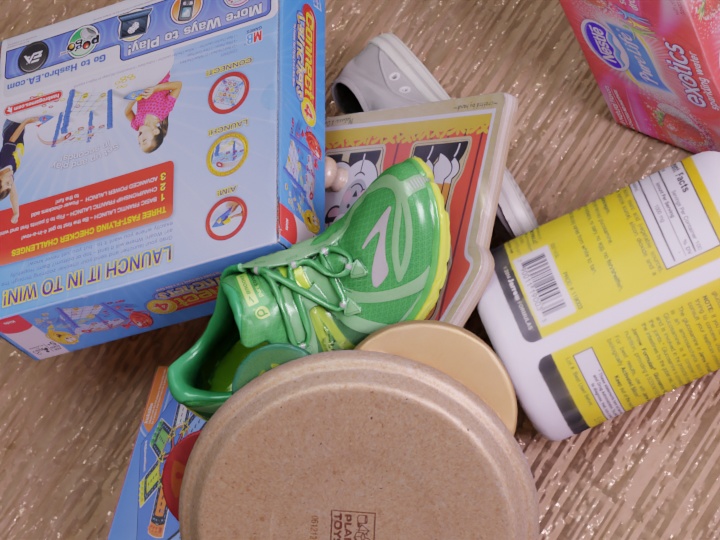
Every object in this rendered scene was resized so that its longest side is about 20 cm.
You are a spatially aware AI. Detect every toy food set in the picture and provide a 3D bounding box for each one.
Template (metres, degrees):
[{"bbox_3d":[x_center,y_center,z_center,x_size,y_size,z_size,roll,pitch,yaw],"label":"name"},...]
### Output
[{"bbox_3d":[-0.004,0.129,1.479,0.198,0.200,0.049,-11,17,8],"label":"toy food set"}]

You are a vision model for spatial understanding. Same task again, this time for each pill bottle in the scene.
[{"bbox_3d":[0.168,0.005,1.509,0.200,0.112,0.113,-25,55,6],"label":"pill bottle"}]

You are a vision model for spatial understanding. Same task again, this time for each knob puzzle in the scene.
[{"bbox_3d":[0.000,0.000,1.544,0.220,0.030,0.220,-28,51,42],"label":"knob puzzle"}]

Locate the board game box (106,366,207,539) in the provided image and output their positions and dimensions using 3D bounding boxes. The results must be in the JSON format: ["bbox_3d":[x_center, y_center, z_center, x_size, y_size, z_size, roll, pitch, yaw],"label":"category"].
[{"bbox_3d":[-0.094,0.150,1.584,0.103,0.019,0.200,4,62,22],"label":"board game box"}]

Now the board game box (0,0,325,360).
[{"bbox_3d":[-0.118,-0.066,1.604,0.200,0.056,0.196,-15,58,25],"label":"board game box"}]

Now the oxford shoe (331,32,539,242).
[{"bbox_3d":[0.044,-0.067,1.626,0.058,0.075,0.200,-35,48,-6],"label":"oxford shoe"}]

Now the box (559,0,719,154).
[{"bbox_3d":[0.180,-0.154,1.546,0.103,0.200,0.095,24,71,31],"label":"box"}]

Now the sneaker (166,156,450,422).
[{"bbox_3d":[-0.027,0.019,1.484,0.200,0.084,0.074,-47,54,24],"label":"sneaker"}]
